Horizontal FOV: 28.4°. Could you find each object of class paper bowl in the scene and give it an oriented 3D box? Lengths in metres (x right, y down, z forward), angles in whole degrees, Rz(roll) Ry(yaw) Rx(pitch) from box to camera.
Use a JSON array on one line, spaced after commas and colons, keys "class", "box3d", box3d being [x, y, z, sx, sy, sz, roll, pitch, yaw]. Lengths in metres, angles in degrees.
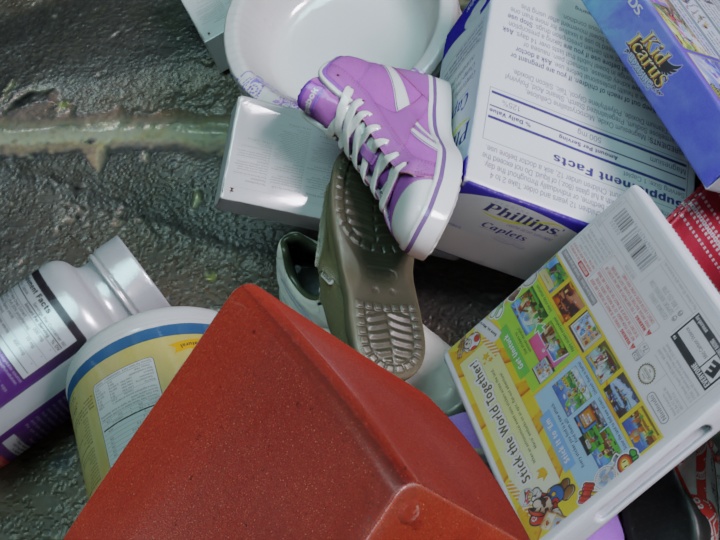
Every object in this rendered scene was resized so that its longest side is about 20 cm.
[{"class": "paper bowl", "box3d": [-0.009, -0.189, 1.217, 0.200, 0.104, 0.201, -5, 65, 12]}]

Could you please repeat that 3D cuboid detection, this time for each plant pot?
[{"class": "plant pot", "box3d": [-0.019, 0.160, 0.851, 0.200, 0.200, 0.176, -56, 41, -1]}]

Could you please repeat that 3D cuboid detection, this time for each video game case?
[{"class": "video game case", "box3d": [0.148, 0.061, 0.904, 0.182, 0.023, 0.200, -43, 35, 16]}, {"class": "video game case", "box3d": [0.268, -0.128, 1.012, 0.045, 0.181, 0.200, -50, 47, 33]}]

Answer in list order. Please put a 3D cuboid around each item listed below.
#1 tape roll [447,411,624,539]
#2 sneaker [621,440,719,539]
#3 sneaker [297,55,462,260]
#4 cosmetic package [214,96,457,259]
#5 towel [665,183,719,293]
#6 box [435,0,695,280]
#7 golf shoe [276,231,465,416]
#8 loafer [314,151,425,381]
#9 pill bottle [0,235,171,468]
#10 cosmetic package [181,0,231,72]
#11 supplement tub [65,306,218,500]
[{"class": "tape roll", "box3d": [0.073, 0.194, 0.946, 0.200, 0.066, 0.200, -28, 40, 27]}, {"class": "sneaker", "box3d": [0.206, 0.108, 0.972, 0.067, 0.108, 0.202, -16, 71, 25]}, {"class": "sneaker", "box3d": [0.007, -0.085, 1.002, 0.114, 0.073, 0.201, 18, 32, -14]}, {"class": "cosmetic package", "box3d": [-0.008, -0.070, 1.115, 0.200, 0.051, 0.083, 12, 77, -11]}, {"class": "towel", "box3d": [0.229, 0.037, 1.004, 0.200, 0.145, 0.022, -42, 17, -2]}, {"class": "box", "box3d": [0.151, -0.097, 1.074, 0.184, 0.105, 0.200, 19, 60, -14]}, {"class": "golf shoe", "box3d": [0.003, 0.044, 1.086, 0.200, 0.097, 0.078, 35, 73, 29]}, {"class": "loafer", "box3d": [0.000, 0.000, 1.025, 0.076, 0.067, 0.200, 16, 52, -22]}, {"class": "pill bottle", "box3d": [-0.251, 0.063, 1.137, 0.200, 0.111, 0.111, -36, 57, -8]}, {"class": "cosmetic package", "box3d": [-0.063, -0.267, 1.317, 0.200, 0.051, 0.083, -28, 53, -2]}, {"class": "supplement tub", "box3d": [-0.128, 0.143, 1.034, 0.144, 0.145, 0.200, -22, 57, 2]}]
